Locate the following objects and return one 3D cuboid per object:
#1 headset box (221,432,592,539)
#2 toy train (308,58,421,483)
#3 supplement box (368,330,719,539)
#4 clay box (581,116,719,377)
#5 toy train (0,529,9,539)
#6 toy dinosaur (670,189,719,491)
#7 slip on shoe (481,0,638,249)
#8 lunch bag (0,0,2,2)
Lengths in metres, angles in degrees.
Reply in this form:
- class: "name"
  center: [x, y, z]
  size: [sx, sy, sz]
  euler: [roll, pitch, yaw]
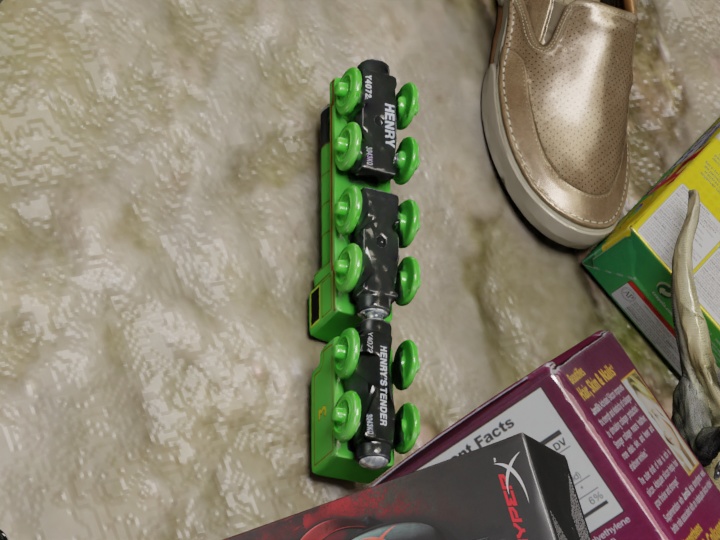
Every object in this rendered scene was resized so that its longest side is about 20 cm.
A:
- class: "headset box"
  center: [0.002, 0.167, 1.095]
  size: [0.075, 0.200, 0.149]
  euler: [33, 39, -69]
- class: "toy train"
  center: [0.000, 0.000, 1.256]
  size: [0.042, 0.056, 0.200]
  euler: [13, 60, -23]
- class: "supplement box"
  center: [0.109, 0.139, 1.193]
  size: [0.200, 0.103, 0.131]
  euler: [56, 17, 4]
- class: "clay box"
  center: [0.208, -0.022, 1.415]
  size: [0.115, 0.048, 0.200]
  euler: [49, 49, -2]
- class: "toy train"
  center: [-0.165, 0.100, 1.098]
  size: [0.034, 0.046, 0.200]
  euler: [-23, 83, -52]
- class: "toy dinosaur"
  center: [0.164, 0.060, 1.288]
  size: [0.047, 0.088, 0.201]
  euler: [-2, 87, -16]
- class: "slip on shoe"
  center: [0.106, -0.109, 1.383]
  size: [0.076, 0.061, 0.200]
  euler: [19, 57, -26]
- class: "lunch bag"
  center: [-0.230, -0.161, 1.112]
  size: [0.200, 0.170, 0.124]
  euler: [28, 49, -21]
